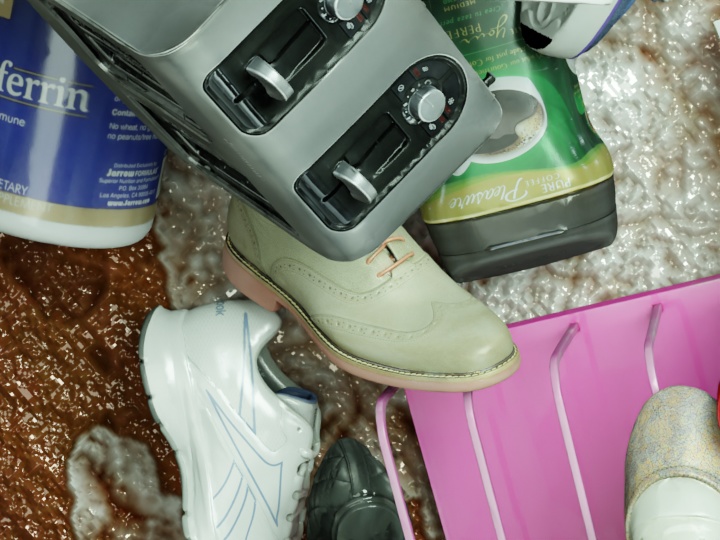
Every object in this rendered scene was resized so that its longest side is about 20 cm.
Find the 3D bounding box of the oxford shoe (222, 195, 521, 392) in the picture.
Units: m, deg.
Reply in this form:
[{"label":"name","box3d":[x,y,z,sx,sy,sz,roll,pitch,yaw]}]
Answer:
[{"label":"oxford shoe","box3d":[0.000,0.000,1.333,0.200,0.071,0.074,27,131,34]}]

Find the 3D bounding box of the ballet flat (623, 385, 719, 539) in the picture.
[{"label":"ballet flat","box3d":[0.160,0.158,1.252,0.068,0.067,0.201,-3,101,12]}]

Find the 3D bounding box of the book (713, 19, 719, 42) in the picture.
[{"label":"book","box3d":[0.269,-0.059,1.270,0.133,0.048,0.201,-23,60,13]}]

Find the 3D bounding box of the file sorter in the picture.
[{"label":"file sorter","box3d":[0.122,0.099,1.347,0.199,0.125,0.140,-14,99,13]}]

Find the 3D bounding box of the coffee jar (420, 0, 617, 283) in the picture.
[{"label":"coffee jar","box3d":[0.066,-0.098,1.336,0.104,0.085,0.201,-13,99,7]}]

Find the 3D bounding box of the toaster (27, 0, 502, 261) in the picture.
[{"label":"toaster","box3d":[-0.057,-0.120,1.237,0.119,0.181,0.200,-49,46,-7]}]

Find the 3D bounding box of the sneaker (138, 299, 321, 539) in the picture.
[{"label":"sneaker","box3d":[-0.058,0.110,1.414,0.087,0.075,0.201,-14,100,8]}]

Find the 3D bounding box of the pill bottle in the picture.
[{"label":"pill bottle","box3d":[-0.148,-0.122,1.357,0.115,0.116,0.201,14,103,8]}]

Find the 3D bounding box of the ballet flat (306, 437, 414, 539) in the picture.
[{"label":"ballet flat","box3d":[0.000,0.175,1.404,0.066,0.057,0.201,-1,130,-8]}]

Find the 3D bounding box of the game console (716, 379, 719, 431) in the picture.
[{"label":"game console","box3d":[0.280,0.092,1.208,0.177,0.031,0.200,-33,93,19]}]

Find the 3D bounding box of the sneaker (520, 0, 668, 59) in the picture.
[{"label":"sneaker","box3d":[0.181,-0.173,1.276,0.146,0.081,0.201,23,99,-28]}]

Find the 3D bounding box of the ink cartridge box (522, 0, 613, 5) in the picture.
[{"label":"ink cartridge box","box3d":[0.070,-0.234,1.181,0.084,0.146,0.201,2,107,-13]}]
